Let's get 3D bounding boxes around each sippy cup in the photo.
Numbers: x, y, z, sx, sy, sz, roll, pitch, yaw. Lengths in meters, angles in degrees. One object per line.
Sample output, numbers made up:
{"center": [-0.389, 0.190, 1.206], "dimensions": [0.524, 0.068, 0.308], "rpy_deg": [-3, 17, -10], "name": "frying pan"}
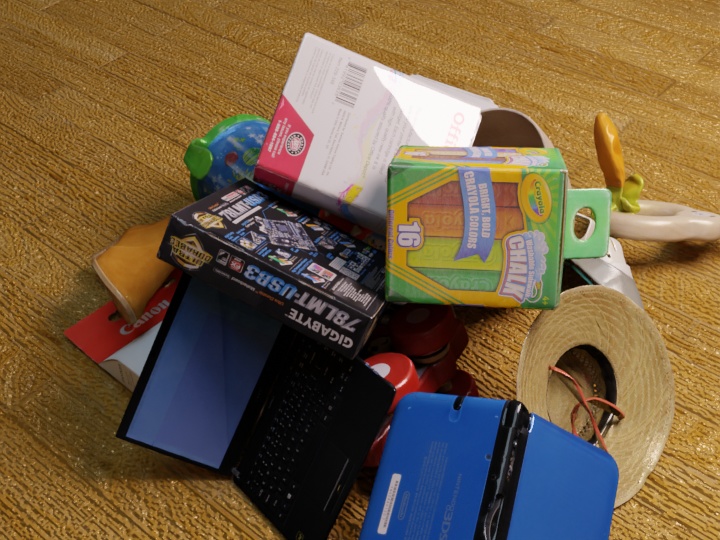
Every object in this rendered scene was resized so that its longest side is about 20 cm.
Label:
{"center": [-0.114, -0.097, 1.164], "dimensions": [0.175, 0.142, 0.130], "rpy_deg": [-21, 35, -27], "name": "sippy cup"}

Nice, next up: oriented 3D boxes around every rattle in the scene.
{"center": [0.365, -0.095, 1.129], "dimensions": [0.196, 0.146, 0.130], "rpy_deg": [5, -2, 22], "name": "rattle"}

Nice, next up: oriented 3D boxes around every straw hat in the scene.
{"center": [0.195, 0.119, 0.932], "dimensions": [0.199, 0.204, 0.085], "rpy_deg": [-30, 6, -28], "name": "straw hat"}

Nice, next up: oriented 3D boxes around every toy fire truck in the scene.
{"center": [0.012, 0.110, 0.961], "dimensions": [0.165, 0.114, 0.200], "rpy_deg": [1, 36, 35], "name": "toy fire truck"}

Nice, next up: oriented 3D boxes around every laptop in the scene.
{"center": [-0.096, 0.126, 0.869], "dimensions": [0.102, 0.180, 0.199], "rpy_deg": [9, 21, -49], "name": "laptop"}

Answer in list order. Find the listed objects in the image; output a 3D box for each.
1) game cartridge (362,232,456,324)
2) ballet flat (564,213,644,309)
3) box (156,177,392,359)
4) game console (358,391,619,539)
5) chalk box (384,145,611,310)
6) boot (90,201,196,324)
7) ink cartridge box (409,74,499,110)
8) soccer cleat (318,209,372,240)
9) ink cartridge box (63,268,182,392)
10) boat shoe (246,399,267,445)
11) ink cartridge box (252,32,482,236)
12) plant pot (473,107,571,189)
{"center": [0.000, 0.000, 1.075], "dimensions": [0.196, 0.041, 0.134], "rpy_deg": [10, 32, -23], "name": "game cartridge"}
{"center": [0.252, -0.021, 1.105], "dimensions": [0.064, 0.067, 0.200], "rpy_deg": [-56, 46, 9], "name": "ballet flat"}
{"center": [-0.063, -0.009, 0.929], "dimensions": [0.196, 0.050, 0.200], "rpy_deg": [26, 17, 5], "name": "box"}
{"center": [0.100, 0.218, 0.807], "dimensions": [0.168, 0.119, 0.203], "rpy_deg": [1, 60, 32], "name": "game console"}
{"center": [0.125, -0.042, 0.893], "dimensions": [0.196, 0.127, 0.124], "rpy_deg": [2, 15, 8], "name": "chalk box"}
{"center": [-0.224, -0.020, 1.110], "dimensions": [0.142, 0.072, 0.201], "rpy_deg": [-30, 24, -11], "name": "boot"}
{"center": [0.066, -0.155, 1.269], "dimensions": [0.143, 0.086, 0.200], "rpy_deg": [26, 50, 29], "name": "ink cartridge box"}
{"center": [0.009, -0.095, 1.109], "dimensions": [0.068, 0.085, 0.202], "rpy_deg": [32, 63, -3], "name": "soccer cleat"}
{"center": [-0.206, 0.057, 1.073], "dimensions": [0.198, 0.048, 0.159], "rpy_deg": [31, 51, 31], "name": "ink cartridge box"}
{"center": [-0.117, 0.069, 0.980], "dimensions": [0.073, 0.204, 0.066], "rpy_deg": [-10, -5, 29], "name": "boat shoe"}
{"center": [0.005, -0.127, 1.013], "dimensions": [0.197, 0.086, 0.150], "rpy_deg": [23, 80, -7], "name": "ink cartridge box"}
{"center": [0.155, -0.052, 1.074], "dimensions": [0.198, 0.134, 0.204], "rpy_deg": [-26, 50, 35], "name": "plant pot"}
